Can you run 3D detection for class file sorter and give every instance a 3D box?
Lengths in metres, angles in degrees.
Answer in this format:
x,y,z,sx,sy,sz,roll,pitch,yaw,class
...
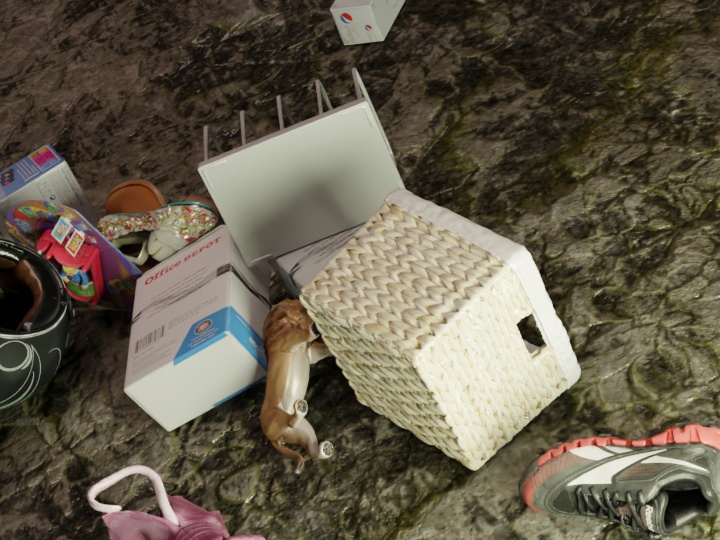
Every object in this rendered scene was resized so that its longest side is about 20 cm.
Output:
x,y,z,sx,sy,sz,roll,pitch,yaw,class
-0.065,-0.125,1.768,0.199,0.139,0.125,-21,32,8,file sorter

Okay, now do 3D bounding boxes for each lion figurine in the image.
x,y,z,sx,sy,sz,roll,pitch,yaw,class
-0.074,0.119,1.643,0.122,0.072,0.201,-13,56,51,lion figurine

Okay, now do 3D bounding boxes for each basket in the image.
x,y,z,sx,sy,sz,roll,pitch,yaw,class
0.080,0.060,1.543,0.161,0.199,0.200,-45,43,-18,basket

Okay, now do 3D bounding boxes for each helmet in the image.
x,y,z,sx,sy,sz,roll,pitch,yaw,class
-0.447,0.074,1.837,0.191,0.199,0.200,-54,14,42,helmet

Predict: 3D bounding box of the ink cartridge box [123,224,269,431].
x,y,z,sx,sy,sz,roll,pitch,yaw,class
-0.181,0.061,1.765,0.144,0.084,0.200,-29,34,19,ink cartridge box

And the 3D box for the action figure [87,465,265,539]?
x,y,z,sx,sy,sz,roll,pitch,yaw,class
-0.149,0.259,1.481,0.134,0.149,0.200,-33,22,-22,action figure

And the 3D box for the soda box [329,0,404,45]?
x,y,z,sx,sy,sz,roll,pitch,yaw,class
0.026,-0.414,2.278,0.068,0.064,0.200,-2,43,28,soda box

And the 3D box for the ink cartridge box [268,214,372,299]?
x,y,z,sx,sy,sz,roll,pitch,yaw,class
0.000,0.000,1.759,0.146,0.083,0.200,-33,37,-10,ink cartridge box

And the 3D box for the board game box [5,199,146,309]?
x,y,z,sx,sy,sz,roll,pitch,yaw,class
-0.347,-0.002,1.871,0.158,0.200,0.039,-11,41,46,board game box

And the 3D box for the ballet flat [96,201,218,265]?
x,y,z,sx,sy,sz,roll,pitch,yaw,class
-0.245,-0.037,1.863,0.200,0.076,0.064,-7,60,45,ballet flat

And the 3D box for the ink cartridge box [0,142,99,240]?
x,y,z,sx,sy,sz,roll,pitch,yaw,class
-0.451,-0.053,2.043,0.200,0.137,0.076,-35,35,-14,ink cartridge box

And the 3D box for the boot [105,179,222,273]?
x,y,z,sx,sy,sz,roll,pitch,yaw,class
-0.283,-0.031,1.987,0.199,0.077,0.155,14,55,32,boot

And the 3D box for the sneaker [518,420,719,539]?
x,y,z,sx,sy,sz,roll,pitch,yaw,class
0.236,0.194,1.389,0.200,0.071,0.098,-10,36,17,sneaker
